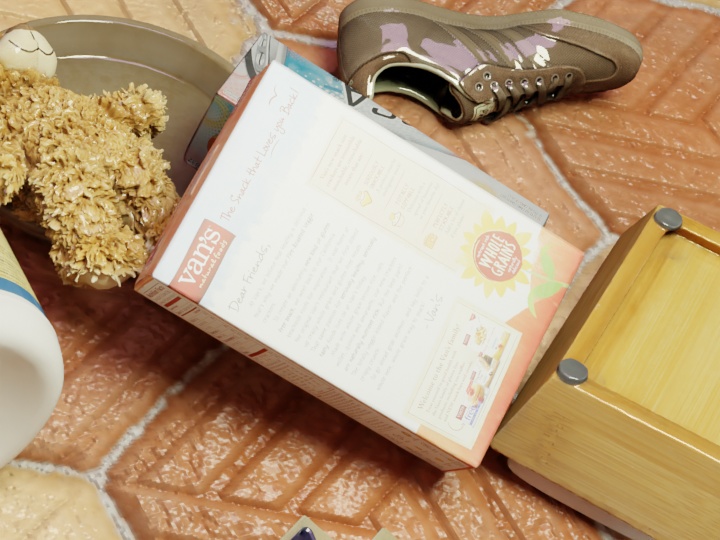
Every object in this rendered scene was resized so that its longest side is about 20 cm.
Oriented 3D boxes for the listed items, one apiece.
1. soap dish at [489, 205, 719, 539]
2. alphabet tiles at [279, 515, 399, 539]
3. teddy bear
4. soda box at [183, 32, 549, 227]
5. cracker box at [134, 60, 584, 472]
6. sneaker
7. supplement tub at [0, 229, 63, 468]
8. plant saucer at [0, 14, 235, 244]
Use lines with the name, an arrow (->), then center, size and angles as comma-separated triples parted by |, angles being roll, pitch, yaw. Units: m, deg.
soap dish -> 0.183, 0.061, 1.176 | 0.157, 0.081, 0.200 | 28, 46, 10
alphabet tiles -> 0.024, 0.204, 0.995 | 0.200, 0.006, 0.166 | 40, 35, 6
teddy bear -> -0.160, -0.068, 1.165 | 0.145, 0.067, 0.200 | -8, 50, -27
soda box -> 0.004, -0.047, 1.214 | 0.200, 0.064, 0.068 | 33, 45, -1
cracker box -> 0.000, 0.000, 1.118 | 0.200, 0.058, 0.134 | 32, 75, -11
sneaker -> 0.082, -0.122, 1.349 | 0.200, 0.070, 0.076 | 5, 64, -8
supplement tub -> -0.247, 0.004, 1.051 | 0.144, 0.145, 0.200 | -13, 51, -28
plant saucer -> -0.147, -0.076, 1.246 | 0.200, 0.029, 0.200 | 8, 45, -8
